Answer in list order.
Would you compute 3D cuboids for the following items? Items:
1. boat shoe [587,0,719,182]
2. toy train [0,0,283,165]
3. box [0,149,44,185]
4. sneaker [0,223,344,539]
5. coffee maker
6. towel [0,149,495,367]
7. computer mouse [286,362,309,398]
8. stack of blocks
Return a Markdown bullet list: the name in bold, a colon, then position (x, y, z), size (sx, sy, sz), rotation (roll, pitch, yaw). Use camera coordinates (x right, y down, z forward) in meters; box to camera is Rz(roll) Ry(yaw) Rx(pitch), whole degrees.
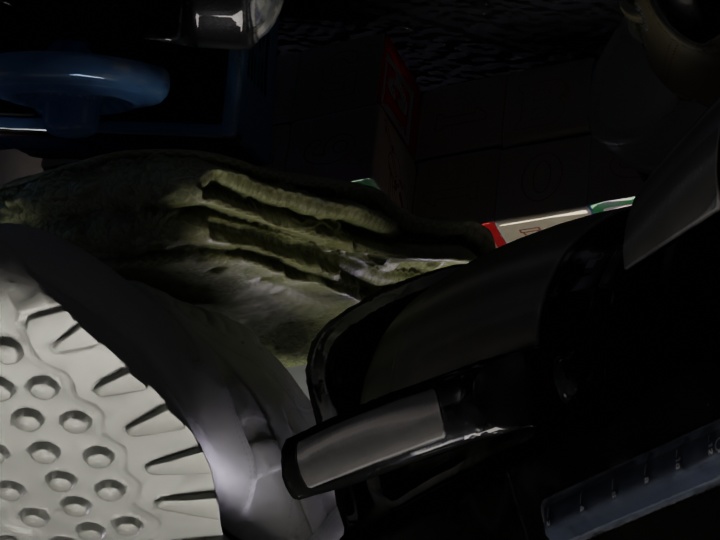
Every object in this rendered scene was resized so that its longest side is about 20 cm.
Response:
- **boat shoe**: position (0.096, -0.074, 0.634), size (0.068, 0.075, 0.200), rotation (15, 157, -18)
- **toy train**: position (-0.114, -0.068, 0.679), size (0.200, 0.087, 0.114), rotation (2, 173, 8)
- **box**: position (-0.194, -0.019, 0.888), size (0.200, 0.095, 0.078), rotation (-4, 164, 23)
- **sneaker**: position (-0.055, 0.039, 0.674), size (0.076, 0.081, 0.200), rotation (-7, 146, 18)
- **coffee maker**: position (0.097, 0.059, 0.628), size (0.135, 0.192, 0.200), rotation (-37, -177, -30)
- **towel**: position (-0.078, 0.007, 0.741), size (0.200, 0.037, 0.148), rotation (-15, 162, 31)
- **computer mouse**: position (0.025, 0.083, 0.823), size (0.110, 0.044, 0.200), rotation (-19, 117, 17)
- **stack of blocks**: position (0.013, -0.013, 0.837), size (0.200, 0.059, 0.115), rotation (-9, 141, 21)
